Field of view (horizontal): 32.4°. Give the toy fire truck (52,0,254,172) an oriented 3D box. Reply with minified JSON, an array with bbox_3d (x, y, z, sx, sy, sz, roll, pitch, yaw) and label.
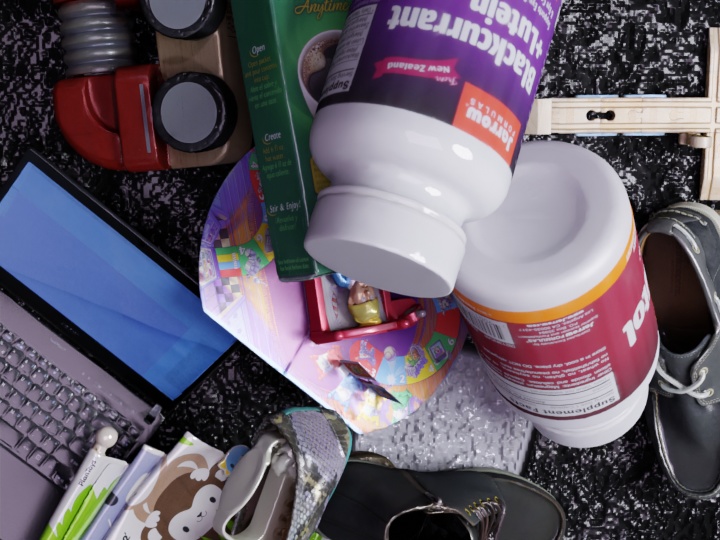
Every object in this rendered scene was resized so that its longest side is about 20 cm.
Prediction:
[{"bbox_3d":[-0.170,-0.145,0.746,0.198,0.129,0.178,-4,97,13],"label":"toy fire truck"}]

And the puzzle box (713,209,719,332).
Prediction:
[{"bbox_3d":[0.336,0.022,0.860,0.198,0.025,0.134,-3,101,-5],"label":"puzzle box"}]

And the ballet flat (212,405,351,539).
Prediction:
[{"bbox_3d":[-0.068,0.175,0.752,0.071,0.072,0.202,19,89,-8],"label":"ballet flat"}]

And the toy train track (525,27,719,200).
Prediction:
[{"bbox_3d":[0.203,-0.102,0.821,0.198,0.033,0.116,-1,100,-4],"label":"toy train track"}]

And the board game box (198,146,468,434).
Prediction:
[{"bbox_3d":[0.000,0.000,0.775,0.200,0.039,0.159,41,69,-21],"label":"board game box"}]

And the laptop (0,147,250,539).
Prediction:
[{"bbox_3d":[-0.200,0.063,0.772,0.177,0.103,0.201,39,77,-10],"label":"laptop"}]

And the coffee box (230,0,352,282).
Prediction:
[{"bbox_3d":[-0.008,-0.103,0.730,0.122,0.044,0.202,-13,94,-38],"label":"coffee box"}]

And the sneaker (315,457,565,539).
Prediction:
[{"bbox_3d":[0.071,0.172,0.796,0.198,0.106,0.076,10,92,-29],"label":"sneaker"}]

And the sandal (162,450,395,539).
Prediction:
[{"bbox_3d":[-0.071,0.157,0.835,0.198,0.055,0.083,-12,107,-18],"label":"sandal"}]

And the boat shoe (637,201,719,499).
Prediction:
[{"bbox_3d":[0.212,0.059,0.824,0.071,0.068,0.202,-2,101,27],"label":"boat shoe"}]

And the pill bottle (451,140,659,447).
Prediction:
[{"bbox_3d":[0.121,0.024,0.756,0.112,0.113,0.200,-28,141,0],"label":"pill bottle"}]

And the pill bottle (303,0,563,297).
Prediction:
[{"bbox_3d":[0.037,-0.094,0.663,0.110,0.111,0.202,19,76,-9],"label":"pill bottle"}]

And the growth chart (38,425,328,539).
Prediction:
[{"bbox_3d":[-0.105,0.172,0.785,0.199,0.018,0.146,23,93,-26],"label":"growth chart"}]
